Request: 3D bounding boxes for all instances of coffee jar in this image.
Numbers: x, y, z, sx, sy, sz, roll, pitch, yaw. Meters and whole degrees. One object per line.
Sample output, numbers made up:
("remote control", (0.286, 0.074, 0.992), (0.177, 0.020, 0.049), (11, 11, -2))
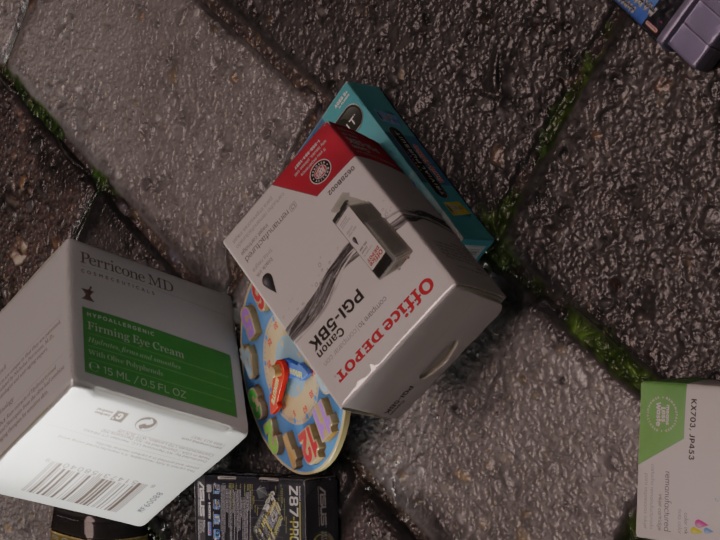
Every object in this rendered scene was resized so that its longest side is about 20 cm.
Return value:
("coffee jar", (-0.276, 0.335, 1.504), (0.104, 0.085, 0.201), (3, 91, 46))

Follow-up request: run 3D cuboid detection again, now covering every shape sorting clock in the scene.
("shape sorting clock", (-0.065, 0.089, 1.317), (0.200, 0.039, 0.201), (23, 118, 52))

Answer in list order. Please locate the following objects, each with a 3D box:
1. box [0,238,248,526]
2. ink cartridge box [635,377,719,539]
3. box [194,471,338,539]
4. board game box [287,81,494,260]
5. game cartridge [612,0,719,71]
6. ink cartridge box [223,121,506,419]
("box", (-0.246, 0.114, 1.387), (0.200, 0.198, 0.172), (-42, 43, 32))
("ink cartridge box", (0.293, 0.138, 0.986), (0.199, 0.067, 0.118), (0, 88, 44))
("box", (-0.091, 0.293, 1.357), (0.161, 0.049, 0.201), (-7, 83, 45))
("board game box", (0.010, -0.045, 1.277), (0.151, 0.047, 0.200), (-53, 56, 28))
("game cartridge", (0.231, -0.258, 1.089), (0.130, 0.038, 0.200), (-53, 55, 23))
("ink cartridge box", (0.000, 0.000, 1.180), (0.147, 0.083, 0.200), (-48, 58, 16))
